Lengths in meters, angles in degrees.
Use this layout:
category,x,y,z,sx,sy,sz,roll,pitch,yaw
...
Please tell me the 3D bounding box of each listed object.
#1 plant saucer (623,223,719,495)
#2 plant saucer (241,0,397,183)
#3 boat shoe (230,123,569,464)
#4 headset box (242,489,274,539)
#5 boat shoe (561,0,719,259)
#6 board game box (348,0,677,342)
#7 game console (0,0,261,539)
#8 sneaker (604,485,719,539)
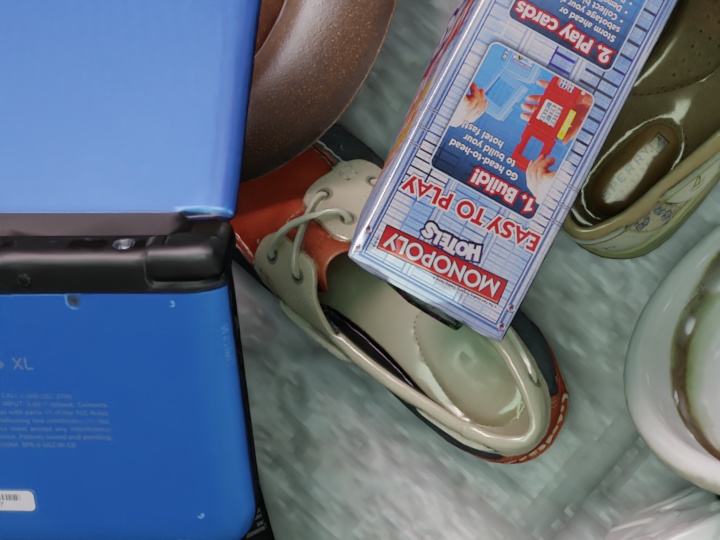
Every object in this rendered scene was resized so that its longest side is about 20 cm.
category,x,y,z,sx,sy,sz,roll,pitch,yaw
plant saucer,0.196,0.029,1.063,0.199,0.201,0.050,-21,122,10
plant saucer,-0.072,-0.131,1.127,0.199,0.032,0.202,1,92,35
boat shoe,0.000,0.000,1.140,0.200,0.063,0.071,43,99,8
headset box,-0.098,0.092,1.102,0.092,0.174,0.201,-16,89,10
boat shoe,0.143,-0.089,1.113,0.073,0.063,0.201,34,96,9
board game box,0.052,-0.060,1.025,0.061,0.200,0.201,29,69,-3
game console,-0.130,-0.006,1.010,0.199,0.119,0.172,0,120,11
sneaker,0.203,0.124,1.103,0.198,0.079,0.130,-23,100,-3
